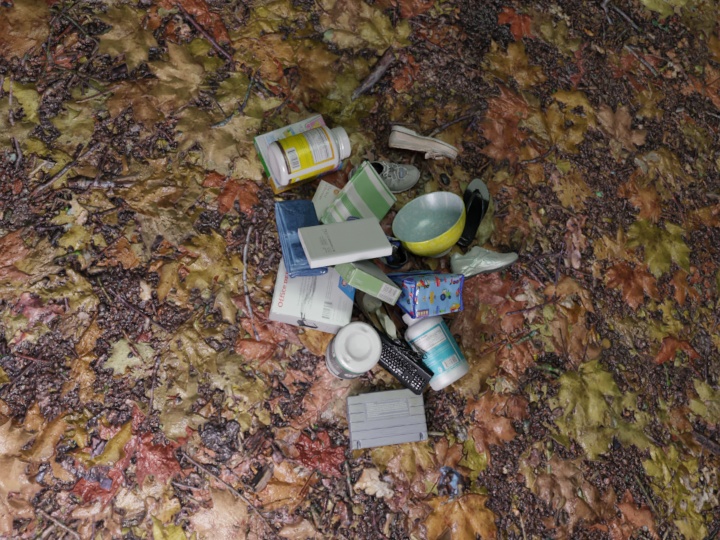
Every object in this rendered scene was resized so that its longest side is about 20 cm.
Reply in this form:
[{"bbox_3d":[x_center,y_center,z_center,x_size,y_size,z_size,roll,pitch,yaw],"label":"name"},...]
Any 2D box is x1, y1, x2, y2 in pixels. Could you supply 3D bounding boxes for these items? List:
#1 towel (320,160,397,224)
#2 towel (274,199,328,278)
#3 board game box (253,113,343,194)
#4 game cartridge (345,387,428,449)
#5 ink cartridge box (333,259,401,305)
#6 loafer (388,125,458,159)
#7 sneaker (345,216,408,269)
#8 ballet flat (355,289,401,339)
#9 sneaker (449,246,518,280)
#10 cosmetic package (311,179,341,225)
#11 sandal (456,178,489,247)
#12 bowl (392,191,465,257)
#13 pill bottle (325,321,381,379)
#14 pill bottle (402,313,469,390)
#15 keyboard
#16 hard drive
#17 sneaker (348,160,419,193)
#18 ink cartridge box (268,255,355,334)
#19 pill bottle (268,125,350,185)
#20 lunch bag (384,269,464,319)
[{"bbox_3d":[-0.003,-0.158,1.740,0.201,0.023,0.153,-52,123,-14],"label":"towel"},{"bbox_3d":[-0.144,-0.081,1.650,0.109,0.049,0.204,-6,63,-20],"label":"towel"},{"bbox_3d":[-0.164,-0.308,1.782,0.196,0.040,0.156,-22,81,-17],"label":"board game box"},{"bbox_3d":[0.064,0.361,1.659,0.194,0.038,0.133,-3,72,-14],"label":"game cartridge"},{"bbox_3d":[0.000,0.000,1.644,0.143,0.200,0.049,25,100,-31],"label":"ink cartridge box"},{"bbox_3d":[0.171,-0.336,1.859,0.195,0.072,0.064,20,88,0],"label":"loafer"},{"bbox_3d":[0.047,-0.070,1.686,0.196,0.115,0.082,30,84,-13],"label":"sneaker"},{"bbox_3d":[0.049,0.108,1.705,0.067,0.067,0.203,-29,83,-19],"label":"ballet flat"},{"bbox_3d":[0.330,-0.030,1.805,0.195,0.071,0.082,-12,75,-15],"label":"sneaker"},{"bbox_3d":[-0.107,-0.124,1.741,0.081,0.051,0.204,25,71,-6],"label":"cosmetic package"},{"bbox_3d":[0.311,-0.159,1.848,0.074,0.043,0.205,19,72,-7],"label":"sandal"},{"bbox_3d":[0.190,-0.100,1.759,0.200,0.198,0.109,-42,128,-19],"label":"bowl"},{"bbox_3d":[-0.023,0.195,1.595,0.110,0.200,0.116,3,74,-11],"label":"pill bottle"},{"bbox_3d":[0.181,0.186,1.691,0.109,0.111,0.203,-27,82,-18],"label":"pill bottle"},{"bbox_3d":[0.085,0.215,1.652,0.198,0.105,0.040,36,27,11],"label":"keyboard"},{"bbox_3d":[-0.038,-0.068,1.594,0.195,0.027,0.133,-10,41,-15],"label":"hard drive"},{"bbox_3d":[0.069,-0.252,1.798,0.194,0.082,0.077,-6,76,-14],"label":"sneaker"},{"bbox_3d":[-0.117,0.063,1.669,0.195,0.084,0.149,13,71,-9],"label":"ink cartridge box"},{"bbox_3d":[-0.127,-0.296,1.708,0.196,0.109,0.112,-21,80,-17],"label":"pill bottle"},{"bbox_3d":[0.143,0.040,1.689,0.147,0.199,0.097,-7,107,-27],"label":"lunch bag"}]
